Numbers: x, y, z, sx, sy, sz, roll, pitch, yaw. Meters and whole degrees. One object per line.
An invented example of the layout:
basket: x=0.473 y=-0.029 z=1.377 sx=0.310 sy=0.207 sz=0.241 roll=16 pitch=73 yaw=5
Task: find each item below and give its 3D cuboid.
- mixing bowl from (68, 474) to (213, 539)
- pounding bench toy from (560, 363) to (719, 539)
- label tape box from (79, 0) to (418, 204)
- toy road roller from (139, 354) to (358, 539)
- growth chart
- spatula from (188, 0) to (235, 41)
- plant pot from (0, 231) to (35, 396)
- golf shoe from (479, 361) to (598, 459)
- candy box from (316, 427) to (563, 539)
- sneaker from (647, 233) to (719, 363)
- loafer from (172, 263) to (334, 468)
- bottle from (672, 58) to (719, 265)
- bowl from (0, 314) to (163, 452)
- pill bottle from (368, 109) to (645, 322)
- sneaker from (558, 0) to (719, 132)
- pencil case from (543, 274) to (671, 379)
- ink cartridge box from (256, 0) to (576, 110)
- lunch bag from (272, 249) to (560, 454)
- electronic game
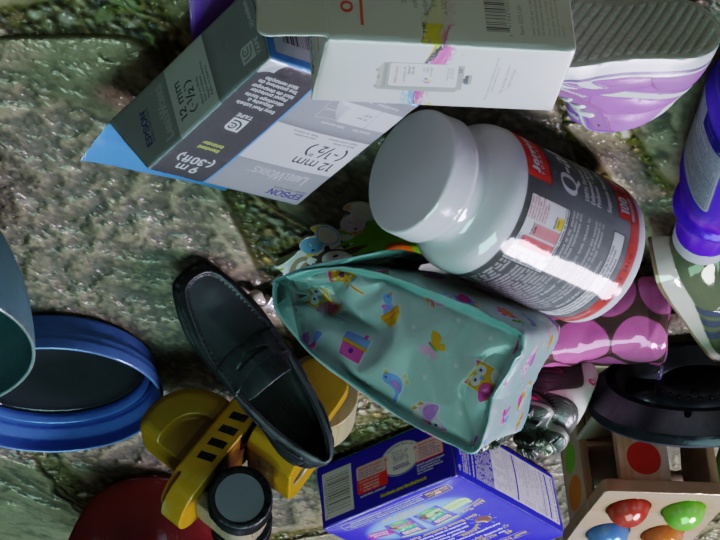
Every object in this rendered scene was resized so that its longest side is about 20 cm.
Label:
mixing bowl: x=-0.214 y=0.276 z=1.889 sx=0.198 sy=0.109 sz=0.201 roll=-4 pitch=149 yaw=-2
pounding bench toy: x=0.295 y=0.181 z=1.751 sx=0.198 sy=0.157 sz=0.125 roll=3 pitch=148 yaw=-13
label tape box: x=-0.079 y=-0.099 z=1.294 sx=0.143 sy=0.067 sz=0.200 roll=12 pitch=139 yaw=-44
toy road roller: x=-0.106 y=0.144 z=1.664 sx=0.146 sy=0.200 sz=0.123 roll=37 pitch=162 yaw=10
growth chart: x=0.000 y=0.000 z=1.551 sx=0.144 sy=0.018 sz=0.199 roll=23 pitch=138 yaw=-36
spatula: x=-0.094 y=-0.141 z=1.302 sx=0.056 sy=0.021 sz=0.201 roll=-6 pitch=150 yaw=-10
plant pot: x=-0.342 y=0.003 z=1.396 sx=0.198 sy=0.136 sz=0.201 roll=-3 pitch=149 yaw=-2
golf shoe: x=0.130 y=0.114 z=1.678 sx=0.199 sy=0.088 sz=0.078 roll=7 pitch=136 yaw=50
candy box: x=0.082 y=0.234 z=1.888 sx=0.168 sy=0.078 sz=0.200 roll=-25 pitch=142 yaw=28
sneaker: x=0.315 y=0.017 z=1.568 sx=0.089 sy=0.068 sz=0.200 roll=-19 pitch=147 yaw=21
loafer: x=-0.083 y=0.079 z=1.544 sx=0.201 sy=0.068 sz=0.070 roll=56 pitch=165 yaw=-16
bottle: x=0.275 y=-0.076 z=1.396 sx=0.065 sy=0.084 sz=0.201 roll=-2 pitch=148 yaw=-4
bowl: x=-0.275 y=0.101 z=1.660 sx=0.199 sy=0.040 sz=0.201 roll=-3 pitch=148 yaw=-2
pill bottle: x=0.110 y=-0.042 z=1.400 sx=0.199 sy=0.117 sz=0.116 roll=22 pitch=140 yaw=-37
sneaker: x=0.140 y=-0.136 z=1.294 sx=0.199 sy=0.073 sz=0.114 roll=5 pitch=151 yaw=-15
pencil case: x=0.165 y=0.048 z=1.592 sx=0.198 sy=0.092 sz=0.094 roll=0 pitch=-177 yaw=-3
ink cartridge box: x=0.028 y=-0.170 z=1.179 sx=0.198 sy=0.117 sz=0.068 roll=3 pitch=149 yaw=-9
lunch bag: x=0.040 y=0.048 z=1.445 sx=0.199 sy=0.123 sz=0.170 roll=25 pitch=-173 yaw=16
electronic game: x=0.297 y=0.109 z=1.633 sx=0.198 sy=0.200 sz=0.042 roll=-5 pitch=109 yaw=1
